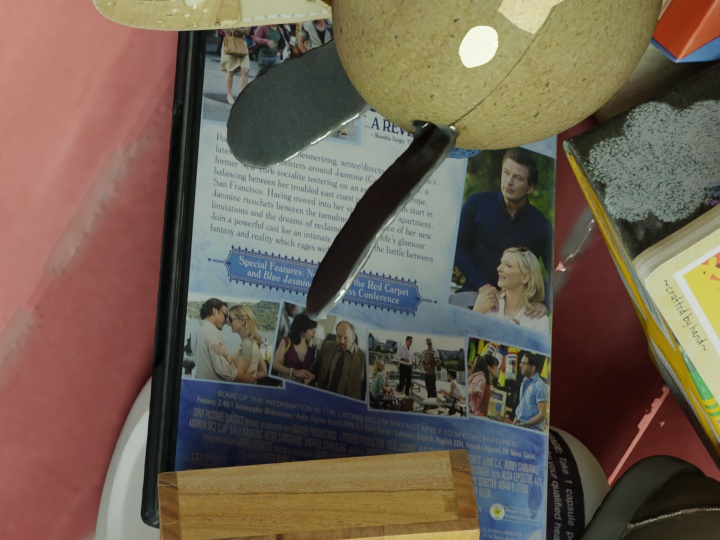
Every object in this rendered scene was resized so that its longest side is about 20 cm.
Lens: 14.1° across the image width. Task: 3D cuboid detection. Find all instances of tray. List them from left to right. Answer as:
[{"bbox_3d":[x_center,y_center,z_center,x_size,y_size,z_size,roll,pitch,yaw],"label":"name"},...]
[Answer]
[{"bbox_3d":[-0.015,0.138,0.974,0.099,0.037,0.200,-4,140,-5],"label":"tray"}]

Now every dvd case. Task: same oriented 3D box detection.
[{"bbox_3d":[0.000,0.000,0.994,0.143,0.018,0.200,11,69,-21],"label":"dvd case"}]

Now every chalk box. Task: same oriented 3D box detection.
[{"bbox_3d":[0.197,-0.016,1.036,0.200,0.125,0.124,-26,132,1],"label":"chalk box"}]

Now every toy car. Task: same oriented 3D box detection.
[{"bbox_3d":[0.023,-0.091,0.739,0.158,0.164,0.200,25,112,-26],"label":"toy car"}]

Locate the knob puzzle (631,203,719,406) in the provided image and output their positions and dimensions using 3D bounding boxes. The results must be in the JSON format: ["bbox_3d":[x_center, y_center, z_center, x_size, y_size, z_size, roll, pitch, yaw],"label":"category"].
[{"bbox_3d":[0.212,0.006,0.957,0.219,0.030,0.220,-11,130,-14],"label":"knob puzzle"}]

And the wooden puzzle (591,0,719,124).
[{"bbox_3d":[0.178,-0.146,1.051,0.185,0.046,0.200,-4,111,-18],"label":"wooden puzzle"}]

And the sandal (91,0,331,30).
[{"bbox_3d":[0.016,-0.094,0.969,0.211,0.070,0.078,-8,142,-18],"label":"sandal"}]

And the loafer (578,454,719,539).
[{"bbox_3d":[0.085,0.150,0.969,0.073,0.071,0.200,51,60,-43],"label":"loafer"}]

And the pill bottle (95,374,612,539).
[{"bbox_3d":[0.013,0.100,1.047,0.200,0.112,0.113,15,104,-23],"label":"pill bottle"}]

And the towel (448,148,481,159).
[{"bbox_3d":[0.081,-0.129,0.910,0.049,0.112,0.200,30,67,6],"label":"towel"}]
